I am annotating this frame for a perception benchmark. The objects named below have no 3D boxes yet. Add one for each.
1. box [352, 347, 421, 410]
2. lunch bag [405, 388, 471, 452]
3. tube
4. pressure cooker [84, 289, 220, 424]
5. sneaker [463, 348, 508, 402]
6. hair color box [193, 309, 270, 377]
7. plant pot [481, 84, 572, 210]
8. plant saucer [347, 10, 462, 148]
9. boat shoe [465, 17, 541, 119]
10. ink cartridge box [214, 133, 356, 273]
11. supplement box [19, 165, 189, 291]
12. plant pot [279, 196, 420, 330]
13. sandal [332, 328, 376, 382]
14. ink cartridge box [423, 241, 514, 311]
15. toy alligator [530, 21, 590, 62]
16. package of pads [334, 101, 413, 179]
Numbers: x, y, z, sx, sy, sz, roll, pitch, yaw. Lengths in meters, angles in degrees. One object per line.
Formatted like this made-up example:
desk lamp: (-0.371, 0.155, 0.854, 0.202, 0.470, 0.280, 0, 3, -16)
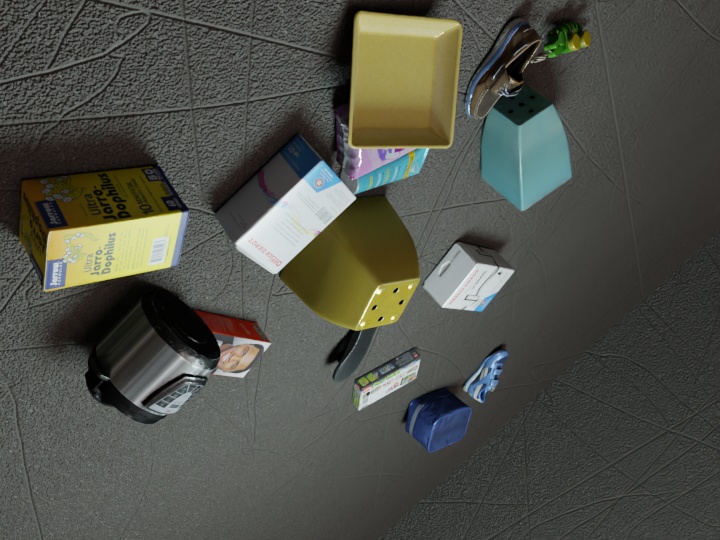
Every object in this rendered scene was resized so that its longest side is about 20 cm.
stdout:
box: (0.071, 0.294, 2.077, 0.198, 0.035, 0.111, -25, 146, -25)
lunch bag: (0.241, 0.455, 2.381, 0.198, 0.132, 0.138, -9, 122, -40)
tube: (0.051, -0.190, 1.432, 0.198, 0.051, 0.078, -23, 153, -37)
pressure cooker: (-0.356, 0.157, 1.294, 0.200, 0.179, 0.176, -43, 109, 6)
sneaker: (0.421, 0.340, 2.480, 0.073, 0.082, 0.201, 8, 123, -50)
hair color box: (-0.275, 0.144, 1.474, 0.102, 0.061, 0.199, -50, 149, 14)
plant pot: (0.333, -0.261, 1.561, 0.140, 0.142, 0.201, -33, 142, -11)
plant saucer: (0.062, -0.298, 1.214, 0.197, 0.048, 0.203, -5, 107, -28)
boat shoe: (0.262, -0.359, 1.415, 0.072, 0.073, 0.201, -9, 137, -41)
ink cartridge box: (-0.126, -0.108, 1.295, 0.200, 0.085, 0.144, -44, 149, 3)
supplement box: (-0.357, -0.063, 1.070, 0.198, 0.109, 0.110, -14, 141, -38)
plant pot: (0.000, 0.000, 1.460, 0.194, 0.200, 0.196, -9, 138, -42)
sandal: (-0.015, 0.173, 1.826, 0.075, 0.048, 0.202, 13, 108, -52)
ink cartridge box: (0.269, 0.019, 1.896, 0.199, 0.084, 0.147, 6, 126, -52)
toy alligator: (0.379, -0.439, 1.453, 0.199, 0.059, 0.055, -27, 107, -40)
package of pads: (0.048, -0.250, 1.315, 0.198, 0.076, 0.121, -28, 148, -21)
